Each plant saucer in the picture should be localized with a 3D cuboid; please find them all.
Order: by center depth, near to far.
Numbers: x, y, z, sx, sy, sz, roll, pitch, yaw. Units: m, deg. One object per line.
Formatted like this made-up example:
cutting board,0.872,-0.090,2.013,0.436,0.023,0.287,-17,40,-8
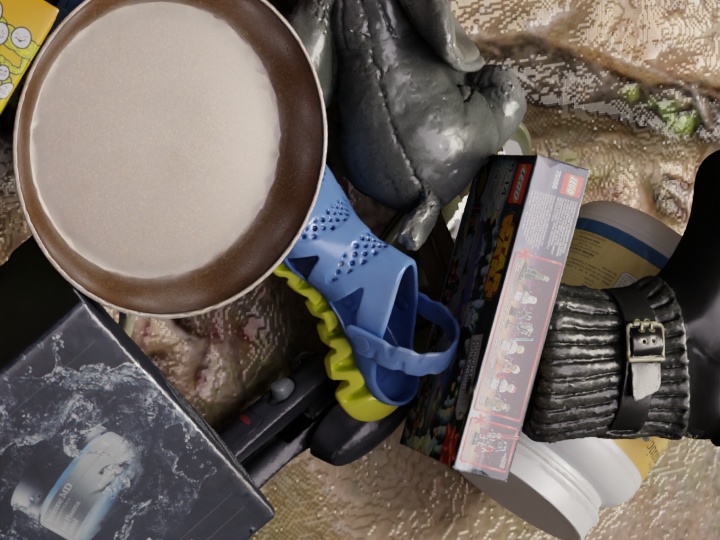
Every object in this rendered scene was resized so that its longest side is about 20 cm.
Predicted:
plant saucer,-0.112,-0.073,1.499,0.200,0.032,0.201,-4,99,-30

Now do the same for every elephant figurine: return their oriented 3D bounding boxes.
elephant figurine,0.011,-0.146,1.638,0.141,0.155,0.200,-36,124,-21

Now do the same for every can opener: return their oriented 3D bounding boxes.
can opener,-0.062,0.111,1.693,0.200,0.079,0.063,-33,118,-12

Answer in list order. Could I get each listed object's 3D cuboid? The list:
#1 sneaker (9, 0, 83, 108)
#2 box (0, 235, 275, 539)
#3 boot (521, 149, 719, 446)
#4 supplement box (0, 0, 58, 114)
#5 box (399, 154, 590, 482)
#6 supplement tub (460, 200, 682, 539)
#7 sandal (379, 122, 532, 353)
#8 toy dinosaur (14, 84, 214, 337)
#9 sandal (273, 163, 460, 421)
sneaker,-0.119,-0.106,1.597,0.200,0.076,0.105,31,82,-34
box,-0.194,0.124,1.546,0.197,0.117,0.200,-41,120,-3
boot,0.183,0.011,1.675,0.157,0.079,0.212,7,80,-7
supplement box,-0.268,-0.083,1.461,0.109,0.110,0.200,31,81,-8
box,0.083,0.026,1.654,0.040,0.137,0.201,15,88,-14
supplement tub,0.156,0.069,1.777,0.145,0.145,0.200,44,76,-32
sandal,0.060,-0.017,1.746,0.080,0.057,0.201,30,83,-35
toy dinosaur,-0.137,-0.047,1.548,0.088,0.048,0.200,-16,126,7
sandal,0.000,0.000,1.621,0.200,0.087,0.080,59,45,-22
